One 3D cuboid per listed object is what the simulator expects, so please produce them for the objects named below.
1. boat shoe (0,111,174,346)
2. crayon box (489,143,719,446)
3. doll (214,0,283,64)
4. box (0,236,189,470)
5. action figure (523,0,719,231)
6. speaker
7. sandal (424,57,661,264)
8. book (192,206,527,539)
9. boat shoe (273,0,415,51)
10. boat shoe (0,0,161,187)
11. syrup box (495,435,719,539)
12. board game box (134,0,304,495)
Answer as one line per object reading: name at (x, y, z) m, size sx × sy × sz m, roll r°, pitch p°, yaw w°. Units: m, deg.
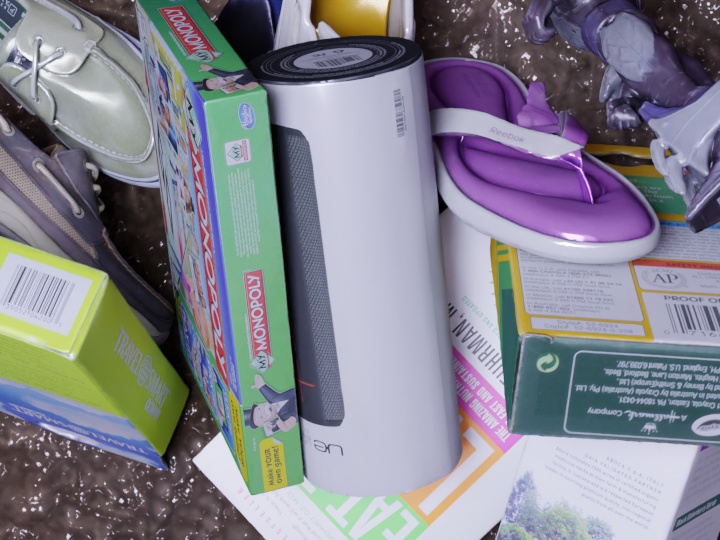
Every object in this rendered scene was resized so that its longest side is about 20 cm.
boat shoe at (-0.160, -0.032, 0.771) m, size 0.074 × 0.200 × 0.073 m, roll 3°, pitch 58°, yaw 46°
crayon box at (0.125, 0.004, 0.685) m, size 0.125 × 0.200 × 0.052 m, roll 4°, pitch 118°, yaw 0°
doll at (-0.047, -0.115, 0.791) m, size 0.136 × 0.048 × 0.200 m, roll 29°, pitch 104°, yaw 6°
box at (-0.161, 0.038, 0.760) m, size 0.122 × 0.200 × 0.048 m, roll 18°, pitch 72°, yaw 12°
action figure at (0.123, -0.098, 0.684) m, size 0.069 × 0.130 × 0.200 m, roll -49°, pitch 52°, yaw 15°
speaker at (0.000, 0.000, 0.694) m, size 0.081 × 0.081 × 0.200 m, roll -1°, pitch 112°, yaw 13°
sandal at (0.067, -0.064, 0.698) m, size 0.082 × 0.203 × 0.050 m, roll -11°, pitch 121°, yaw -18°
book at (0.032, 0.074, 0.784) m, size 0.200 × 0.048 × 0.134 m, roll -45°, pitch 83°, yaw 7°
boat shoe at (-0.006, -0.105, 0.731) m, size 0.071 × 0.070 × 0.200 m, roll 6°, pitch 110°, yaw -8°
boat shoe at (-0.164, -0.108, 0.793) m, size 0.200 × 0.062 × 0.072 m, roll 38°, pitch 111°, yaw 22°
syrup box at (0.113, 0.136, 0.715) m, size 0.079 × 0.081 × 0.200 m, roll 25°, pitch 109°, yaw 31°
board game box at (-0.066, -0.015, 0.710) m, size 0.029 × 0.135 × 0.200 m, roll -12°, pitch 121°, yaw -15°
